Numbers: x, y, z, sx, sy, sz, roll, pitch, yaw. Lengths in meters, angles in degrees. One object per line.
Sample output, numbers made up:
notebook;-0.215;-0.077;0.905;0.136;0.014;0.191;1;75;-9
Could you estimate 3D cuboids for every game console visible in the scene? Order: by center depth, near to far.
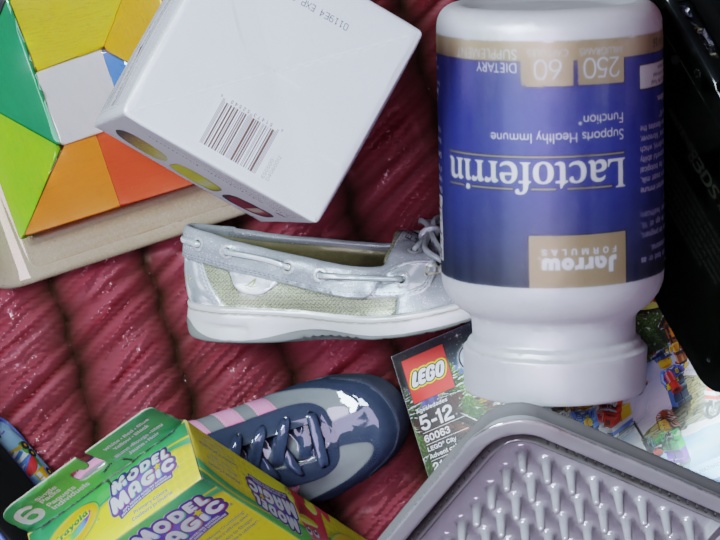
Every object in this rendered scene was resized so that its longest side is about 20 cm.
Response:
game console;0.219;-0.067;1.520;0.176;0.116;0.200;-51;57;44

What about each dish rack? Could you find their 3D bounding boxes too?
dish rack;0.110;0.146;1.513;0.200;0.044;0.172;23;127;-20

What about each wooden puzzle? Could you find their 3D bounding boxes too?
wooden puzzle;-0.148;-0.100;1.633;0.200;0.037;0.185;-18;95;16

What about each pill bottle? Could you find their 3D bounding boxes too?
pill bottle;0.097;-0.037;1.494;0.116;0.116;0.200;0;100;14

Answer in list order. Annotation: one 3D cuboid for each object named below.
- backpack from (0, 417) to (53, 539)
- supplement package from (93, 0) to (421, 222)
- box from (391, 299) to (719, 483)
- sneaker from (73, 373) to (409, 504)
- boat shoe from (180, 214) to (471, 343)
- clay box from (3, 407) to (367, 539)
backpack;-0.249;0.203;1.664;0.200;0.135;0.183;-43;89;17
supplement package;-0.057;-0.096;1.505;0.114;0.200;0.110;30;86;-8
box;0.128;0.073;1.567;0.200;0.038;0.137;-24;69;18
sneaker;-0.071;0.111;1.629;0.200;0.082;0.070;-20;93;16
boat shoe;0.000;0.000;1.596;0.202;0.074;0.065;-4;102;18
clay box;-0.089;0.155;1.596;0.115;0.200;0.048;-36;47;17
